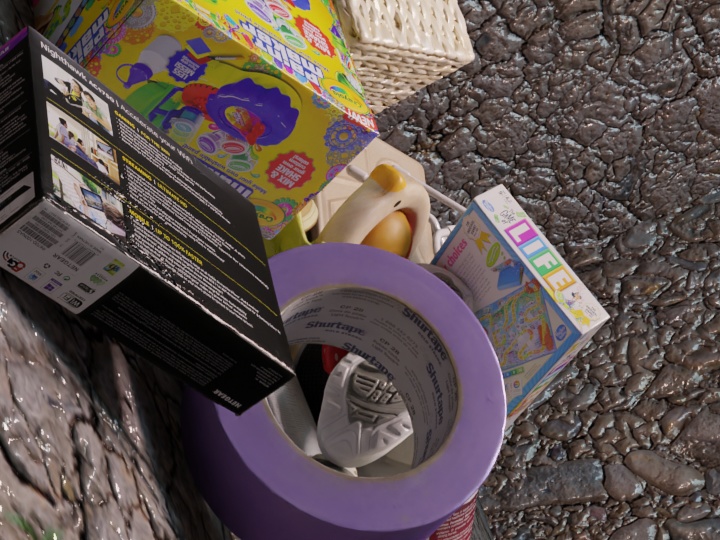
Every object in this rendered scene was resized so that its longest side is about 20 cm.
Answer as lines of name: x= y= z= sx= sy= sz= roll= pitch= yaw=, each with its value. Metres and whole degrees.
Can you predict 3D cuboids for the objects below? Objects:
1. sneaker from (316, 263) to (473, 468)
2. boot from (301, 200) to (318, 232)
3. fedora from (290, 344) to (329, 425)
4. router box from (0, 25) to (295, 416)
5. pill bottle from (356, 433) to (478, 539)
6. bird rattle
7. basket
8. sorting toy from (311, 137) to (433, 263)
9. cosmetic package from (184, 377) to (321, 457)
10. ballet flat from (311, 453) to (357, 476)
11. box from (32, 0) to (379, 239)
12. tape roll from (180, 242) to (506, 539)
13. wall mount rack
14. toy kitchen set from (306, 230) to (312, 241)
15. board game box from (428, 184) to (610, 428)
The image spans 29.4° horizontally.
sneaker: x=0.024 y=0.089 z=1.048 sx=0.200 sy=0.078 sz=0.100 roll=-52 pitch=167 yaw=-43
boot: x=-0.116 y=-0.081 z=1.132 sx=0.156 sy=0.073 sz=0.200 roll=65 pitch=30 yaw=-6
fedora: x=0.012 y=0.104 z=1.235 sx=0.200 sy=0.091 sz=0.201 roll=3 pitch=85 yaw=-45
router box: x=-0.126 y=-0.025 z=0.768 sx=0.200 sy=0.051 sz=0.149 roll=40 pitch=23 yaw=-41
pill bottle: x=0.042 y=0.199 z=1.159 sx=0.110 sy=0.109 sz=0.201 roll=-103 pitch=-163 yaw=-64
bird rattle: x=0.000 y=0.000 z=1.077 sx=0.113 sy=0.163 sz=0.200 roll=40 pitch=-1 yaw=32
basket: x=-0.032 y=-0.240 z=1.190 sx=0.198 sy=0.161 sz=0.201 roll=-3 pitch=75 yaw=-55
sorting toy: x=0.007 y=-0.054 z=1.317 sx=0.200 sy=0.036 sz=0.186 roll=31 pitch=45 yaw=-45
cosmetic package: x=-0.088 y=0.079 z=1.038 sx=0.200 sy=0.052 sz=0.151 roll=45 pitch=24 yaw=-78
ballet flat: x=-0.027 y=0.172 z=1.043 sx=0.200 sy=0.067 sz=0.064 roll=85 pitch=20 yaw=-59
box: x=-0.115 y=-0.159 z=0.975 sx=0.200 sy=0.122 sz=0.193 roll=29 pitch=30 yaw=-37
tape roll: x=-0.012 y=0.088 z=0.891 sx=0.200 sy=0.199 sz=0.085 roll=70 pitch=-27 yaw=22
wall mount rack: x=0.067 y=-0.028 z=1.275 sx=0.200 sy=0.074 sz=0.174 roll=-11 pitch=81 yaw=-69
toy kitchen set: x=-0.061 y=0.040 z=1.354 sx=0.180 sy=0.163 sz=0.201 roll=-25 pitch=95 yaw=-57
board game box: x=0.105 y=0.042 z=1.110 sx=0.135 sy=0.034 sz=0.200 roll=53 pitch=-34 yaw=15
